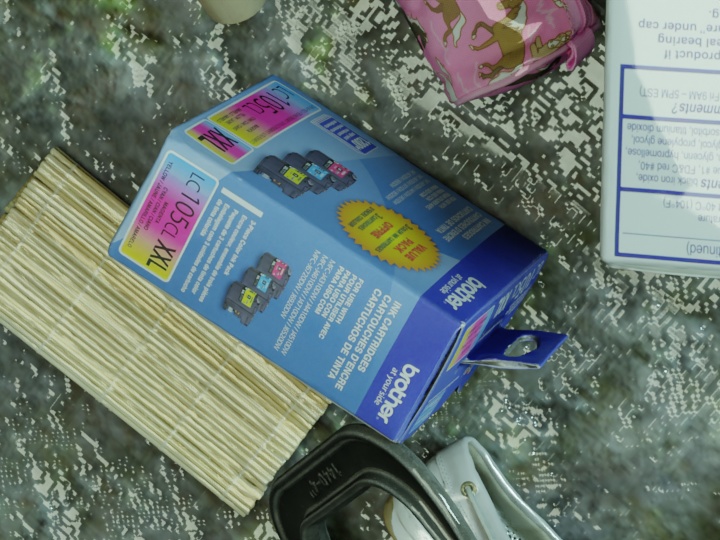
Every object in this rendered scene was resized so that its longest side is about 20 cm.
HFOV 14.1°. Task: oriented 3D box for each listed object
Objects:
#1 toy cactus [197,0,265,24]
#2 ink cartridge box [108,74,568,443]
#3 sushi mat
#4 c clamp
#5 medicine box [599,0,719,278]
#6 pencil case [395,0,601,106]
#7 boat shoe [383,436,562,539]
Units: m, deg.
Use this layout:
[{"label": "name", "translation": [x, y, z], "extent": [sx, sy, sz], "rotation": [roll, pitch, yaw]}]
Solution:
[{"label": "toy cactus", "translation": [-0.082, -0.194, 1.392], "extent": [0.200, 0.102, 0.165], "rotation": [26, 152, 40]}, {"label": "ink cartridge box", "translation": [0.000, 0.000, 1.390], "extent": [0.200, 0.136, 0.077], "rotation": [34, 115, 8]}, {"label": "sushi mat", "translation": [-0.110, 0.032, 1.498], "extent": [0.200, 0.012, 0.096], "rotation": [38, 110, 7]}, {"label": "c clamp", "translation": [0.023, 0.156, 1.418], "extent": [0.171, 0.027, 0.200], "rotation": [52, 152, 9]}, {"label": "medicine box", "translation": [0.176, -0.111, 1.288], "extent": [0.102, 0.182, 0.201], "rotation": [5, 102, 17]}, {"label": "pencil case", "translation": [0.039, -0.176, 1.374], "extent": [0.083, 0.087, 0.201], "rotation": [-27, 93, -12]}, {"label": "boat shoe", "translation": [0.100, 0.165, 1.427], "extent": [0.200, 0.071, 0.069], "rotation": [45, 112, 6]}]
